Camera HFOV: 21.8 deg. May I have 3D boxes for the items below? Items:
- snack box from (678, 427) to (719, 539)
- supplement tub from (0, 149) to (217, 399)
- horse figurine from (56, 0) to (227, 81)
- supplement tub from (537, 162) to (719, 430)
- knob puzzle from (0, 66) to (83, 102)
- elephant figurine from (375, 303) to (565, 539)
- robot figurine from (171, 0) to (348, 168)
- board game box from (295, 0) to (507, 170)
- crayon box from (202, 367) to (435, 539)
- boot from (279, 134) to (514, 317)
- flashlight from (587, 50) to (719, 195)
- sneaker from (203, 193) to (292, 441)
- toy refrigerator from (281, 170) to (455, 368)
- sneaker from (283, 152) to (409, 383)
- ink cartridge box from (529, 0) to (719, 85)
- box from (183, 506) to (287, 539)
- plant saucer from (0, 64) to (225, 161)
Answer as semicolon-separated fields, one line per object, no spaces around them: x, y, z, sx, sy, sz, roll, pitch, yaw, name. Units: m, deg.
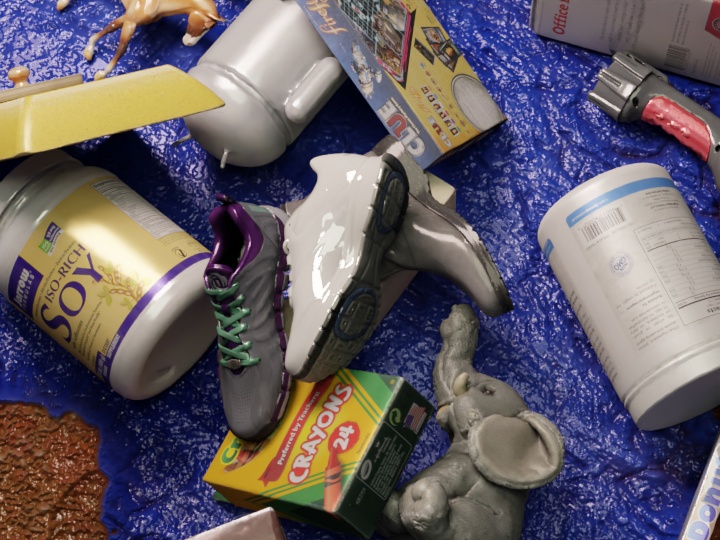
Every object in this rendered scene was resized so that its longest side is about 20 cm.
0.291;0.192;1.565;0.024;0.072;0.200;21;70;10;snack box
-0.224;0.001;1.625;0.200;0.145;0.145;37;73;16;supplement tub
-0.232;-0.272;1.774;0.133;0.050;0.200;-39;69;12;horse figurine
0.249;0.021;1.606;0.132;0.132;0.200;-23;69;-7;supplement tub
-0.347;-0.158;1.671;0.219;0.220;0.030;-13;97;-3;knob puzzle
0.103;0.154;1.556;0.141;0.155;0.200;13;57;49;elephant figurine
-0.086;-0.175;1.709;0.200;0.113;0.170;-50;35;-16;robot figurine
0.036;-0.193;1.682;0.200;0.035;0.135;55;34;3;board game box
-0.047;0.143;1.552;0.200;0.051;0.127;4;59;47;crayon box
0.029;-0.007;1.589;0.132;0.070;0.200;-37;64;-5;boot
0.298;-0.120;1.701;0.200;0.068;0.068;35;110;18;flashlight
-0.105;0.038;1.546;0.074;0.088;0.200;-8;73;34;sneaker
0.000;0.000;1.654;0.070;0.076;0.200;32;73;14;toy refrigerator
-0.025;-0.004;1.544;0.087;0.075;0.200;12;77;28;sneaker
0.263;-0.258;1.713;0.200;0.146;0.085;15;68;8;ink cartridge box
-0.103;0.323;1.474;0.164;0.166;0.200;-21;69;-5;box
-0.250;-0.135;1.625;0.200;0.200;0.049;-18;99;-33;plant saucer
